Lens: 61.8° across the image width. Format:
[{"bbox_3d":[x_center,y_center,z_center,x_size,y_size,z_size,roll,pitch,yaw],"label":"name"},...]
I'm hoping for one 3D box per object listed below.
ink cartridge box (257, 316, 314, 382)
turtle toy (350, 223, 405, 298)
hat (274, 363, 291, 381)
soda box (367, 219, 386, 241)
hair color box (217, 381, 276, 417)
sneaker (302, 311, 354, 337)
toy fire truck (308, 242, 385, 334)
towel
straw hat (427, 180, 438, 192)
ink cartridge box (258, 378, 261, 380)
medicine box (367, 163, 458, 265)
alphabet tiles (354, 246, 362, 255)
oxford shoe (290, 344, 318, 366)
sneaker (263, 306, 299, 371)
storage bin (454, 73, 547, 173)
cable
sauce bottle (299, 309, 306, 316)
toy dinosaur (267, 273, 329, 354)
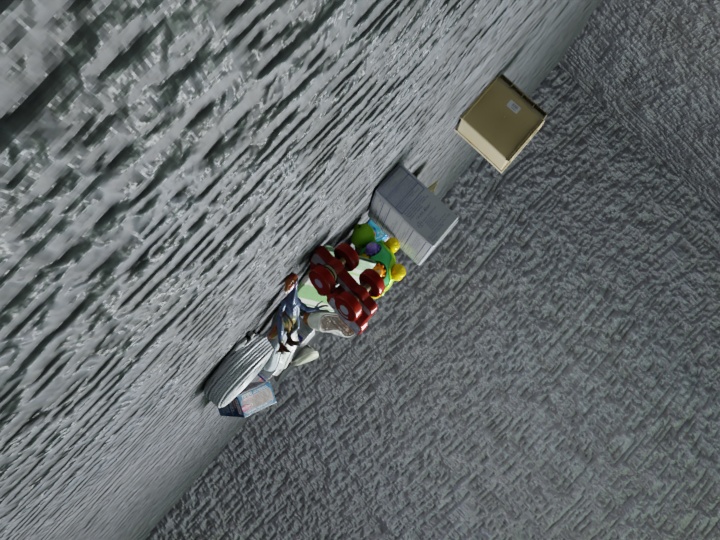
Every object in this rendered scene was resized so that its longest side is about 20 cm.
[{"bbox_3d":[-0.222,0.206,1.630,0.200,0.099,0.040,-45,162,-25],"label":"ink cartridge box"},{"bbox_3d":[0.031,-0.029,1.562,0.099,0.205,0.146,5,150,-33],"label":"turtle toy"},{"bbox_3d":[-0.247,0.255,1.947,0.203,0.080,0.201,-56,174,-9],"label":"hat"},{"bbox_3d":[0.055,-0.116,1.829,0.064,0.068,0.200,-48,176,15],"label":"soda box"},{"bbox_3d":[-0.314,0.347,1.623,0.098,0.062,0.198,-20,180,-32],"label":"hair color box"},{"bbox_3d":[-0.082,0.135,1.653,0.198,0.083,0.075,20,83,-55],"label":"sneaker"},{"bbox_3d":[-0.046,0.046,1.381,0.112,0.200,0.169,-42,173,-32],"label":"toy fire truck"},{"bbox_3d":[-0.073,0.026,1.498,0.201,0.149,0.024,-52,-144,35],"label":"towel"},{"bbox_3d":[0.155,-0.216,1.862,0.204,0.084,0.201,-57,-176,7],"label":"straw hat"},{"bbox_3d":[-0.245,0.223,1.759,0.201,0.067,0.116,-49,176,-9],"label":"ink cartridge box"},{"bbox_3d":[0.125,-0.136,1.515,0.103,0.200,0.182,-45,175,-14],"label":"medicine box"},{"bbox_3d":[0.000,0.000,1.721,0.006,0.206,0.167,-2,160,-9],"label":"alphabet tiles"},{"bbox_3d":[-0.166,0.234,1.696,0.073,0.060,0.200,-13,175,-17],"label":"oxford shoe"},{"bbox_3d":[-0.191,0.165,1.537,0.069,0.073,0.204,3,120,-43],"label":"sneaker"},{"bbox_3d":[0.423,-0.446,1.813,0.199,0.200,0.094,-47,173,-5],"label":"storage bin"},{"bbox_3d":[-0.292,0.241,1.459,0.201,0.069,0.200,-49,175,0],"label":"cable"},{"bbox_3d":[-0.116,0.045,1.575,0.201,0.065,0.065,-49,175,36],"label":"sauce bottle"},{"bbox_3d":[-0.173,0.093,1.368,0.104,0.196,0.188,-18,111,-50],"label":"toy dinosaur"}]
